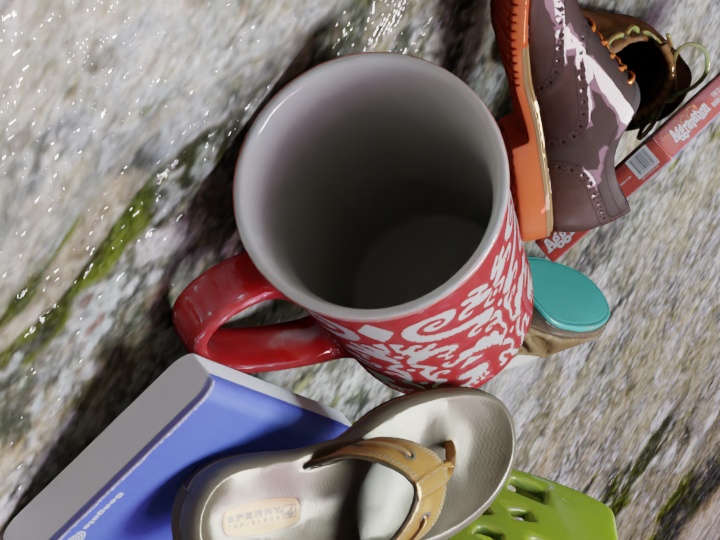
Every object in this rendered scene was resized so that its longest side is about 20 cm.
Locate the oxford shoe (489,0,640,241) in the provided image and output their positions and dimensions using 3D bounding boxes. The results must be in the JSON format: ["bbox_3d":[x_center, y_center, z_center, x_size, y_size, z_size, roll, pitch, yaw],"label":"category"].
[{"bbox_3d":[0.108,-0.113,1.278,0.071,0.072,0.201,-99,-177,-59],"label":"oxford shoe"}]

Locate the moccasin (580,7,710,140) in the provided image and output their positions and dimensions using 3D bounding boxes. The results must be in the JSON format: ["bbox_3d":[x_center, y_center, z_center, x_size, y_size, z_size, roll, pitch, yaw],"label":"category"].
[{"bbox_3d":[0.154,-0.115,1.411,0.074,0.078,0.201,-59,157,5],"label":"moccasin"}]

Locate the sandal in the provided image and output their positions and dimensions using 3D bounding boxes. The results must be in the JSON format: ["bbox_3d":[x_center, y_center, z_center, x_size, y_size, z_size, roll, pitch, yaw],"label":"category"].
[{"bbox_3d":[0.001,0.113,1.222,0.199,0.054,0.081,-12,97,-30],"label":"sandal"}]

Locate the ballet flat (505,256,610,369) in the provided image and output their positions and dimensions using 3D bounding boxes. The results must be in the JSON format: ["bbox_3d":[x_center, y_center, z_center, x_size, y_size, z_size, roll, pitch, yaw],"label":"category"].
[{"bbox_3d":[0.084,0.033,1.492,0.072,0.068,0.200,-44,162,22],"label":"ballet flat"}]

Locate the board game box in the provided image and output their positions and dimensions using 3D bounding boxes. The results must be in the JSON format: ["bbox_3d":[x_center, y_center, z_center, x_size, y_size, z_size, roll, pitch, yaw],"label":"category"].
[{"bbox_3d":[0.178,-0.075,1.425,0.103,0.019,0.200,-42,178,35],"label":"board game box"}]

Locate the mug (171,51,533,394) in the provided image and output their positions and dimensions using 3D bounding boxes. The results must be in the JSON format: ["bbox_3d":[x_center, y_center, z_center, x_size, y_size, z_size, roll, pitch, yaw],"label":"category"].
[{"bbox_3d":[0.003,-0.011,1.234,0.200,0.176,0.135,55,34,-70],"label":"mug"}]

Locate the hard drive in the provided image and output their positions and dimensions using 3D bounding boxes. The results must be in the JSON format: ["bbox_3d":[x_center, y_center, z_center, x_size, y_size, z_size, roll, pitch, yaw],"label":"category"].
[{"bbox_3d":[-0.087,0.110,1.249,0.132,0.025,0.200,-44,158,7],"label":"hard drive"}]

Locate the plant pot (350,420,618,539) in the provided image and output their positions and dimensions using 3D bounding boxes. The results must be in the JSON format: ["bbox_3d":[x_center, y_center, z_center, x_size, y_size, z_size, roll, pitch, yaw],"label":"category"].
[{"bbox_3d":[0.021,0.213,1.365,0.201,0.181,0.199,-59,-170,23],"label":"plant pot"}]
